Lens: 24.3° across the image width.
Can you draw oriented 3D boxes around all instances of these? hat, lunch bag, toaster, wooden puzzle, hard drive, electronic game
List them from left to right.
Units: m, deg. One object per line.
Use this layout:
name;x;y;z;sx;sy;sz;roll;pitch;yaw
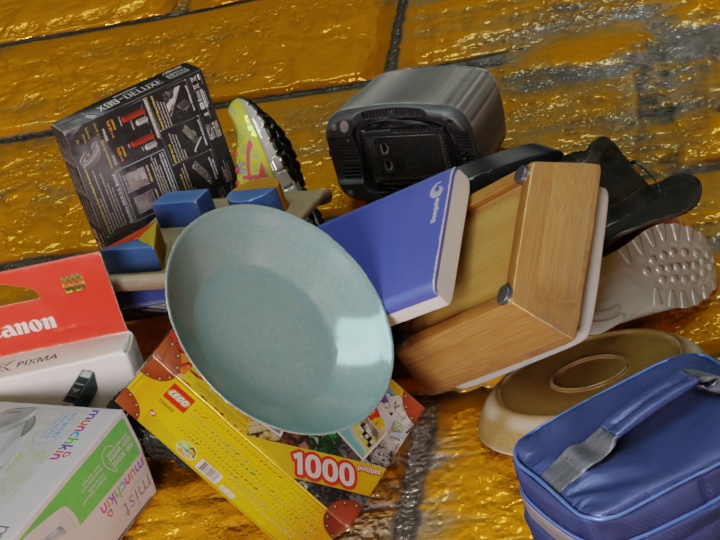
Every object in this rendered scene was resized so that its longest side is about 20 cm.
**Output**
wooden puzzle;-0.147;-0.039;1.554;0.184;0.047;0.200;-4;23;30
hard drive;0.000;0.000;1.407;0.199;0.025;0.133;-22;42;36
toaster;0.070;-0.147;1.754;0.199;0.114;0.129;-2;31;27
electronic game;0.096;-0.070;1.551;0.199;0.042;0.200;-21;-3;-1
hat;0.202;-0.070;1.465;0.199;0.081;0.201;-24;9;4
lunch bag;0.217;0.147;1.180;0.199;0.133;0.136;-27;32;-17

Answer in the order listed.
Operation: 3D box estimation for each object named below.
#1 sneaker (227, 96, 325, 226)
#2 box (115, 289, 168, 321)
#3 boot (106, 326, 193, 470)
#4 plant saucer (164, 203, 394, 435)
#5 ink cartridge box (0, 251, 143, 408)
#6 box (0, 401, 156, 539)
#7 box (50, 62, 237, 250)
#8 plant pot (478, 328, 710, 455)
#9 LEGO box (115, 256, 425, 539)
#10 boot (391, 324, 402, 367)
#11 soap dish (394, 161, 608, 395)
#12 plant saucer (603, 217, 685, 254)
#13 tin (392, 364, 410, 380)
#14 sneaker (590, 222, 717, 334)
sneaker;-0.101;-0.079;1.676;0.090;0.201;0.078;-25;-13;12
box;-0.192;0.025;1.606;0.198;0.033;0.121;-10;-7;19
boot;-0.109;0.106;1.458;0.157;0.080;0.211;3;38;32
plant saucer;-0.068;0.043;1.284;0.039;0.201;0.201;-43;7;44
ink cartridge box;-0.298;0.085;1.490;0.198;0.175;0.044;-11;30;8
box;-0.297;0.207;1.371;0.175;0.097;0.200;1;33;31
box;-0.205;-0.087;1.697;0.157;0.201;0.050;-28;25;-19
plant pot;0.187;0.092;1.343;0.199;0.028;0.200;-18;16;5
LEGO box;-0.069;0.105;1.322;0.077;0.200;0.149;-44;7;45
boot;-0.036;0.028;1.499;0.199;0.065;0.186;5;30;31
soap dish;0.112;0.005;1.380;0.200;0.081;0.158;-27;45;53
plant saucer;0.206;-0.029;1.568;0.198;0.038;0.201;-12;31;7
tin;0.023;0.035;1.552;0.111;0.042;0.201;-11;31;17
sneaker;0.225;0.011;1.445;0.199;0.077;0.080;-13;-7;-33
